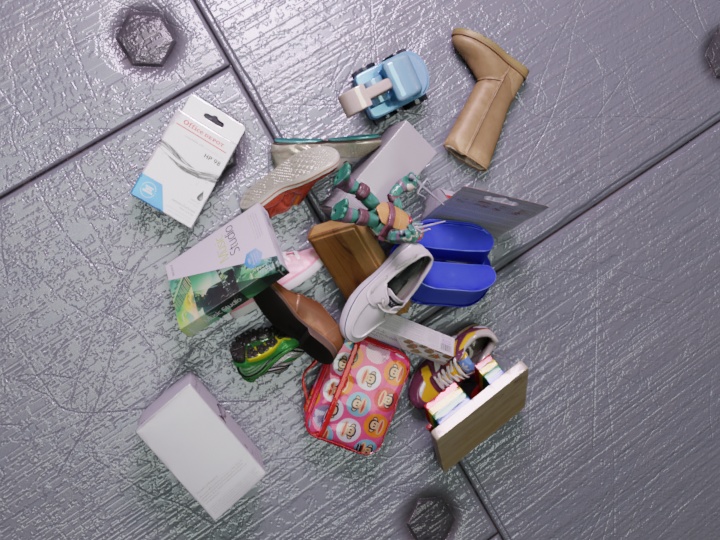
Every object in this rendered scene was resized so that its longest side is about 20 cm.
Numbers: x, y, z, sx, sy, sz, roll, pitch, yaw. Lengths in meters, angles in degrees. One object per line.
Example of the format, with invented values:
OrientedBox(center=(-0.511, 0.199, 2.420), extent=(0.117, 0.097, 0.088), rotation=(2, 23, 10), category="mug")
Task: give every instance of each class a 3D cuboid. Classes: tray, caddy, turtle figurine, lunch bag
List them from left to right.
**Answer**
OrientedBox(center=(-0.019, 0.209, 1.274), extent=(0.174, 0.082, 0.203), rotation=(21, 91, -8), category="lunch bag")
OrientedBox(center=(0.000, 0.000, 1.225), extent=(0.097, 0.037, 0.201), rotation=(-14, 123, 28), category="tray")
OrientedBox(center=(0.049, -0.089, 1.138), extent=(0.198, 0.151, 0.101), rotation=(19, 129, -26), category="turtle figurine")
OrientedBox(center=(0.151, -0.011, 1.287), extent=(0.196, 0.105, 0.144), rotation=(5, 69, -11), category="caddy")

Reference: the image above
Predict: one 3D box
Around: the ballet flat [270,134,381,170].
OrientedBox(center=(-0.058, -0.200, 1.235), extent=(0.196, 0.067, 0.063), rotation=(0, 105, 11), category="ballet flat")

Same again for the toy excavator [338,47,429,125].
OrientedBox(center=(0.039, -0.307, 1.192), extent=(0.192, 0.200, 0.101), rotation=(-28, 98, -10), category="toy excavator")

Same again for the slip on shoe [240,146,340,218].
OrientedBox(center=(-0.113, -0.144, 1.207), extent=(0.198, 0.075, 0.061), rotation=(-30, 133, 22), category="slip on shoe")

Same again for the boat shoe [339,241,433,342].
OrientedBox(center=(0.045, 0.042, 1.172), extent=(0.200, 0.066, 0.072), rotation=(-46, 119, -3), category="boat shoe")

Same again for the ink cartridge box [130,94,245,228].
OrientedBox(center=(-0.284, -0.186, 1.195), extent=(0.115, 0.067, 0.202), rotation=(29, 87, -12), category="ink cartridge box")

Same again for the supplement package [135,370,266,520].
OrientedBox(center=(-0.266, 0.289, 1.202), extent=(0.117, 0.117, 0.201), rotation=(-40, 101, -7), category="supplement package")

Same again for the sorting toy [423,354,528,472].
OrientedBox(center=(0.200, 0.247, 1.280), extent=(0.199, 0.200, 0.070), rotation=(-36, 60, -11), category="sorting toy")

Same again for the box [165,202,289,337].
OrientedBox(center=(-0.221, -0.002, 1.164), extent=(0.198, 0.145, 0.036), rotation=(-33, 141, 9), category="box")

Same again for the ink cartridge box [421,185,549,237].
OrientedBox(center=(0.212, -0.116, 1.242), extent=(0.158, 0.200, 0.051), rotation=(11, 73, -13), category="ink cartridge box")

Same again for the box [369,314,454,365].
OrientedBox(center=(0.072, 0.110, 1.255), extent=(0.197, 0.039, 0.042), rotation=(22, 51, -15), category="box")

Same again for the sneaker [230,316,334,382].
OrientedBox(center=(-0.131, 0.129, 1.256), extent=(0.197, 0.078, 0.086), rotation=(-20, 134, -18), category="sneaker")

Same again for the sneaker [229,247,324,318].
OrientedBox(center=(-0.158, -0.011, 1.229), extent=(0.198, 0.075, 0.106), rotation=(-30, 104, -5), category="sneaker")

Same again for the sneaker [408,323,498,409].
OrientedBox(center=(0.167, 0.177, 1.305), extent=(0.075, 0.090, 0.200), rotation=(44, 83, -11), category="sneaker")

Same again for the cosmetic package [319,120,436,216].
OrientedBox(center=(0.030, -0.158, 1.247), extent=(0.090, 0.107, 0.201), rotation=(39, 83, -15), category="cosmetic package")

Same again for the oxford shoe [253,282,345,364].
OrientedBox(center=(-0.106, 0.066, 1.194), extent=(0.200, 0.071, 0.072), rotation=(44, 51, -8), category="oxford shoe")

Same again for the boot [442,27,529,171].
OrientedBox(center=(0.203, -0.311, 1.299), extent=(0.173, 0.066, 0.202), rotation=(27, 88, -12), category="boot")
